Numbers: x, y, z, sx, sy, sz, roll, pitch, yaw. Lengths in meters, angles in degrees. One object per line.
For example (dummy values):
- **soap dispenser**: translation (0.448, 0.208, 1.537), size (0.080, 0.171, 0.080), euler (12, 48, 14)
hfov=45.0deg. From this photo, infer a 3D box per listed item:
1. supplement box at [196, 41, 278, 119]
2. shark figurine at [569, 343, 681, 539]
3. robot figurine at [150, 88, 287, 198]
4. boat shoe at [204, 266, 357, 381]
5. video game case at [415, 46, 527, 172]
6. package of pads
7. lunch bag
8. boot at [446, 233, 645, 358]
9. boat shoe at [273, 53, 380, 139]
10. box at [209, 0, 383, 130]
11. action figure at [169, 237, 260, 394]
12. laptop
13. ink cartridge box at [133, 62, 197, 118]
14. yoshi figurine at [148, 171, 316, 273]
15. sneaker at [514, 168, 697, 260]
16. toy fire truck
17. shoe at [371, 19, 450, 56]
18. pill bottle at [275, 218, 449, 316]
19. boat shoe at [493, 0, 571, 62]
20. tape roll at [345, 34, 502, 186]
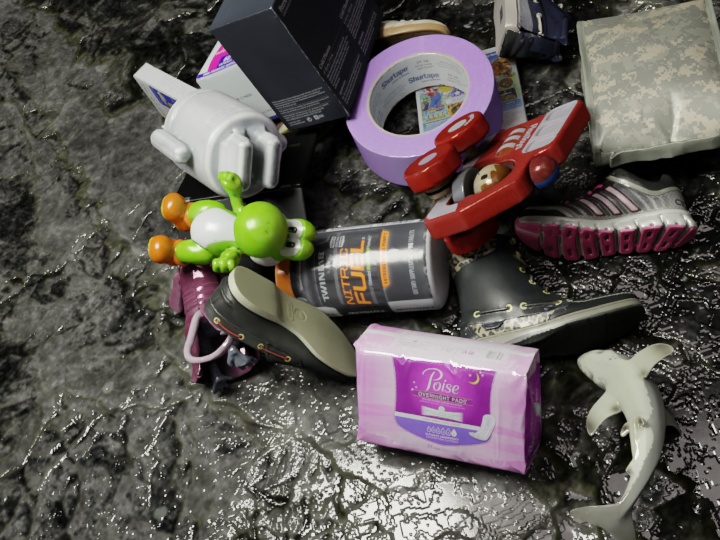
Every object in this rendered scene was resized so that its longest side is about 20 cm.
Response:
- **supplement box**: translation (-0.137, -0.312, 1.248), size (0.100, 0.104, 0.201), euler (-13, 42, 33)
- **shark figurine**: translation (0.280, 0.163, 0.851), size (0.128, 0.089, 0.216), euler (-34, 36, 41)
- **robot figurine**: translation (-0.175, -0.162, 1.099), size (0.168, 0.114, 0.199), euler (-7, 27, -39)
- **boat shoe**: translation (-0.084, 0.071, 0.988), size (0.063, 0.201, 0.074), euler (-41, 31, 25)
- **video game case**: translation (0.148, -0.209, 1.160), size (0.142, 0.018, 0.202), euler (-12, 57, 15)
- **package of pads**: translation (0.089, 0.130, 0.910), size (0.198, 0.122, 0.076), euler (6, 20, 25)
- **lunch bag**: translation (0.345, -0.204, 1.019), size (0.162, 0.118, 0.202), euler (-7, 54, 17)
- **boot**: translation (0.197, 0.020, 0.968), size (0.201, 0.074, 0.155), euler (-17, 53, 11)
- **boat shoe**: translation (-0.040, -0.248, 1.223), size (0.200, 0.072, 0.066), euler (-36, 58, 3)
- **box**: translation (-0.075, -0.323, 1.130), size (0.103, 0.182, 0.202), euler (-7, 50, 32)
- **action figure**: translation (-0.197, 0.044, 1.068), size (0.133, 0.149, 0.202), euler (-25, 68, 12)
- **laptop**: translation (-0.143, -0.076, 1.167), size (0.185, 0.117, 0.201), euler (-6, 42, 17)
- **ink cartridge box**: translation (-0.246, -0.233, 1.278), size (0.199, 0.095, 0.037), euler (34, 75, 33)
- **yoshi figurine**: translation (-0.150, -0.048, 0.991), size (0.198, 0.114, 0.112), euler (3, 26, 24)
- **sneaker**: translation (0.276, -0.068, 0.992), size (0.198, 0.074, 0.088), euler (-3, 59, 14)
- **toy fire truck**: translation (0.156, -0.113, 0.964), size (0.167, 0.113, 0.200), euler (-19, 22, 42)
- **shoe**: translation (0.033, -0.337, 1.249), size (0.198, 0.070, 0.054), euler (-3, 67, 22)
- **pill bottle**: translation (0.000, 0.000, 1.035), size (0.198, 0.106, 0.107), euler (-6, 58, 19)
- **boat shoe**: translation (0.236, -0.357, 1.194), size (0.092, 0.075, 0.202), euler (9, 53, -2)
- **tape roll**: translation (0.082, -0.211, 1.135), size (0.198, 0.066, 0.202), euler (-9, 57, 15)
